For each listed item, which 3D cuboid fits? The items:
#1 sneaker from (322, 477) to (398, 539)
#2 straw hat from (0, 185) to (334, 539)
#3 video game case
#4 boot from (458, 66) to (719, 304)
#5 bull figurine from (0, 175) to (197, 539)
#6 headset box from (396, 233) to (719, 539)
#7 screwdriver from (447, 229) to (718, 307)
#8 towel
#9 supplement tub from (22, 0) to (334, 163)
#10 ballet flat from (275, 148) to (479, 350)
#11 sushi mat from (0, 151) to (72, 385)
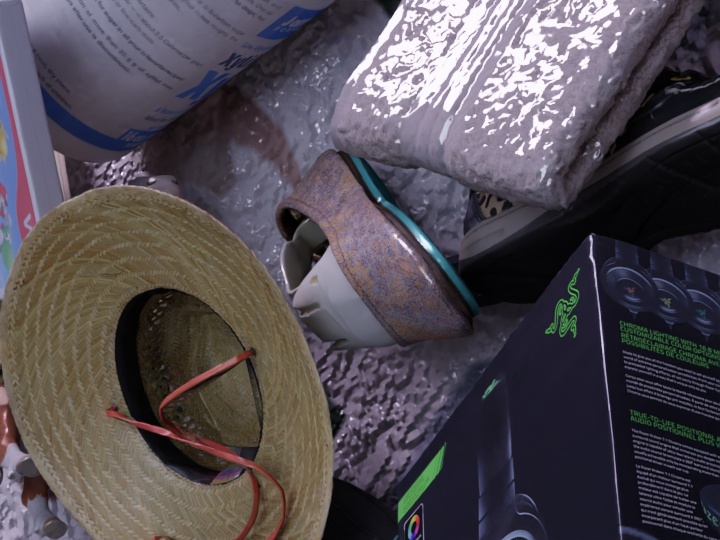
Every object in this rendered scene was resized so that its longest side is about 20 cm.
[{"bbox_3d":[-0.002,0.167,0.762,0.075,0.079,0.200,-45,53,19],"label":"sneaker"},{"bbox_3d":[-0.070,0.049,0.807,0.200,0.085,0.202,11,111,31],"label":"straw hat"},{"bbox_3d":[-0.209,-0.054,0.902,0.200,0.017,0.144,-7,95,56],"label":"video game case"},{"bbox_3d":[0.119,-0.086,0.729,0.200,0.073,0.151,-31,49,37],"label":"boot"},{"bbox_3d":[-0.141,0.043,0.907,0.200,0.065,0.122,-49,35,21],"label":"bull figurine"},{"bbox_3d":[0.088,0.112,0.624,0.174,0.092,0.201,123,158,-43],"label":"headset box"},{"bbox_3d":[0.103,-0.012,0.766,0.199,0.028,0.029,-19,95,31],"label":"screwdriver"},{"bbox_3d":[0.084,-0.118,0.704,0.132,0.034,0.200,19,70,47],"label":"towel"},{"bbox_3d":[-0.100,-0.158,0.898,0.200,0.132,0.132,-32,60,27],"label":"supplement tub"},{"bbox_3d":[0.000,0.000,0.773,0.067,0.068,0.200,-37,19,1],"label":"ballet flat"},{"bbox_3d":[-0.189,-0.023,0.955,0.096,0.012,0.200,-51,31,19],"label":"sushi mat"}]
